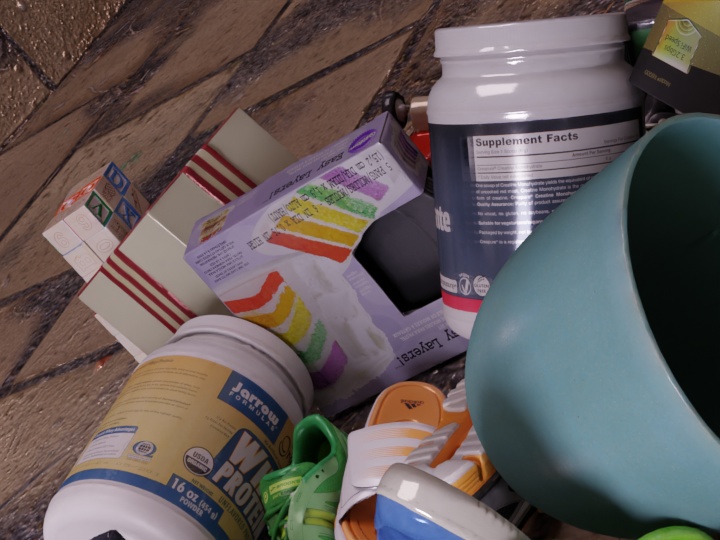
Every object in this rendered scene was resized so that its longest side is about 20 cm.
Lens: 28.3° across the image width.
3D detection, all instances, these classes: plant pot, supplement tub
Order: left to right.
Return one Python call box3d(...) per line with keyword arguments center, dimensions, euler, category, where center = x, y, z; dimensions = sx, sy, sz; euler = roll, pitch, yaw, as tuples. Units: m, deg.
box3d(center=(-0.126, 0.144, 1.050), dimensions=(0.144, 0.145, 0.200), euler=(-22, 29, 40), category="supplement tub")
box3d(center=(0.116, -0.060, 0.925), dimensions=(0.140, 0.201, 0.140), euler=(-5, 9, 1), category="supplement tub")
box3d(center=(0.149, 0.046, 0.730), dimensions=(0.161, 0.200, 0.201), euler=(-34, 20, 45), category="plant pot")

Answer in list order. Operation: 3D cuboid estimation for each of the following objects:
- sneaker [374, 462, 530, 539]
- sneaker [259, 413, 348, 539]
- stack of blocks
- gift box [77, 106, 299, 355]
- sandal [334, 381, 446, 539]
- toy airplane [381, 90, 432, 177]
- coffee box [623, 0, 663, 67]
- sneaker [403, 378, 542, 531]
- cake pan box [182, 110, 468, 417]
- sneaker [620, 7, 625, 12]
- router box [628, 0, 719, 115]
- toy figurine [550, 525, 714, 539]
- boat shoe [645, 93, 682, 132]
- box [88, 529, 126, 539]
box3d(center=(0.036, 0.178, 0.672), dimensions=(0.077, 0.200, 0.111), euler=(24, 68, 32), category="sneaker")
box3d(center=(-0.040, 0.174, 0.935), dimensions=(0.074, 0.084, 0.200), euler=(-30, 25, 25), category="sneaker")
box3d(center=(-0.210, 0.009, 1.371), dimensions=(0.058, 0.200, 0.115), euler=(-29, 23, 25), category="stack of blocks")
box3d(center=(-0.103, -0.001, 1.227), dimensions=(0.200, 0.187, 0.185), euler=(-38, 14, 52), category="gift box")
box3d(center=(0.025, 0.116, 0.929), dimensions=(0.079, 0.059, 0.207), euler=(1, 29, 3), category="sandal")
box3d(center=(0.094, -0.076, 1.156), dimensions=(0.198, 0.142, 0.200), euler=(-7, 3, -19), category="toy airplane")
box3d(center=(0.247, -0.195, 0.997), dimensions=(0.122, 0.044, 0.200), euler=(-5, 27, 17), category="coffee box")
box3d(center=(0.089, 0.110, 0.866), dimensions=(0.078, 0.078, 0.200), euler=(-17, 13, 36), category="sneaker")
box3d(center=(0.000, 0.000, 1.062), dimensions=(0.199, 0.184, 0.052), euler=(-27, 28, 26), category="cake pan box")
box3d(center=(0.276, -0.204, 1.139), dimensions=(0.199, 0.073, 0.082), euler=(-28, -26, -17), category="sneaker")
box3d(center=(0.257, -0.137, 0.789), dimensions=(0.200, 0.052, 0.158), euler=(42, 116, 48), category="router box")
box3d(center=(0.130, 0.210, 0.581), dimensions=(0.199, 0.151, 0.184), euler=(-22, 30, -21), category="toy figurine")
box3d(center=(0.223, -0.109, 1.045), dimensions=(0.200, 0.060, 0.074), euler=(-44, 52, -13), category="boat shoe")
box3d(center=(-0.123, 0.274, 0.725), dimensions=(0.104, 0.200, 0.182), euler=(-27, 26, 29), category="box")
